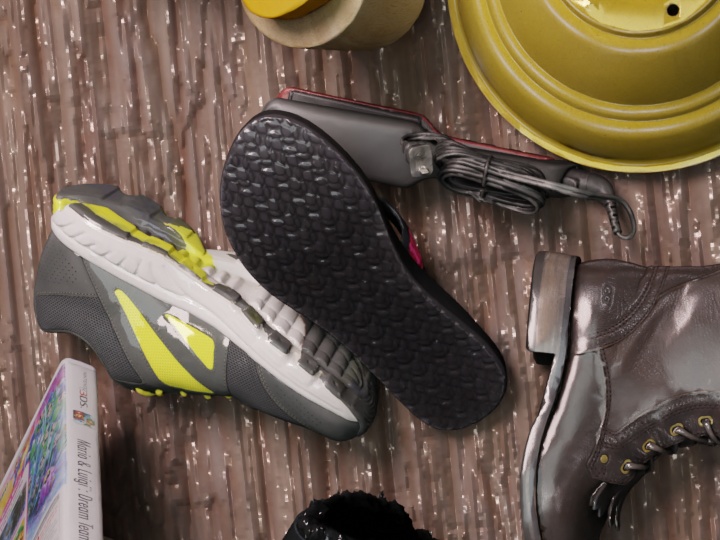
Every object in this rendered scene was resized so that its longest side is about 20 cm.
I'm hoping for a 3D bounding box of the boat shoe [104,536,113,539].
[{"bbox_3d":[-0.142,0.241,0.877,0.073,0.060,0.203,-3,86,11],"label":"boat shoe"}]

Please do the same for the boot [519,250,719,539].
[{"bbox_3d":[0.167,0.075,0.818,0.172,0.069,0.203,1,90,11],"label":"boot"}]

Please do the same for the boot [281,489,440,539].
[{"bbox_3d":[-0.052,0.182,0.807,0.163,0.197,0.073,-56,48,17],"label":"boot"}]

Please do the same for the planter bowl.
[{"bbox_3d":[0.134,-0.152,0.806,0.198,0.083,0.203,-1,87,11],"label":"planter bowl"}]

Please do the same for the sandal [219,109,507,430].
[{"bbox_3d":[0.000,0.000,0.839,0.075,0.045,0.200,-32,116,18],"label":"sandal"}]

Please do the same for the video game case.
[{"bbox_3d":[-0.173,0.170,0.815,0.023,0.183,0.201,21,112,-19],"label":"video game case"}]

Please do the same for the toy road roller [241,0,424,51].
[{"bbox_3d":[-0.070,-0.185,0.835,0.145,0.123,0.202,-27,84,24],"label":"toy road roller"}]

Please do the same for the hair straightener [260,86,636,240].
[{"bbox_3d":[0.041,-0.047,0.836,0.198,0.077,0.041,18,107,8],"label":"hair straightener"}]

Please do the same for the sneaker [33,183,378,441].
[{"bbox_3d":[-0.082,0.034,0.872,0.199,0.074,0.085,33,116,8],"label":"sneaker"}]
